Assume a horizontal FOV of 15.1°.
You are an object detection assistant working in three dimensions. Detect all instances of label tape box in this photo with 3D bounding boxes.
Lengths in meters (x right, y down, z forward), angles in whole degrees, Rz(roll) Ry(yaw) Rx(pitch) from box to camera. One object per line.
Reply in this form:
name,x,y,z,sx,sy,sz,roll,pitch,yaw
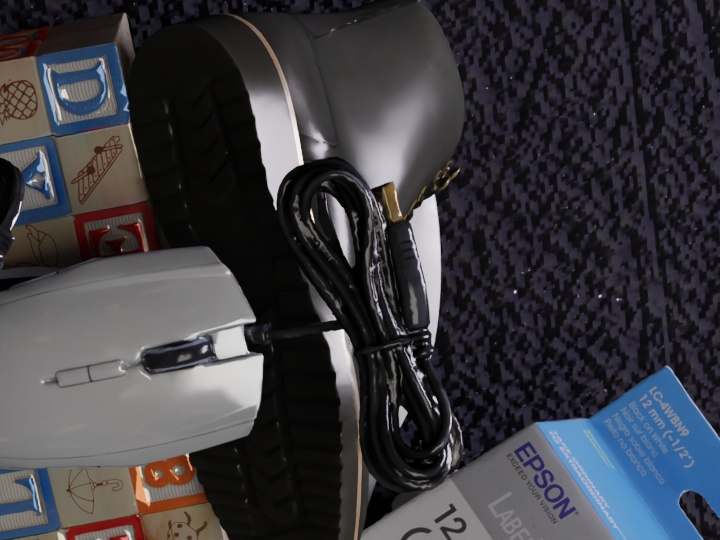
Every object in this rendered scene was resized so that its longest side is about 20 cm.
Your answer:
label tape box,0.076,0.138,1.027,0.200,0.066,0.143,-33,75,-5

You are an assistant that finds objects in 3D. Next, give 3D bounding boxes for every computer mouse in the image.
computer mouse,-0.070,0.031,0.896,0.200,0.044,0.110,-11,97,23

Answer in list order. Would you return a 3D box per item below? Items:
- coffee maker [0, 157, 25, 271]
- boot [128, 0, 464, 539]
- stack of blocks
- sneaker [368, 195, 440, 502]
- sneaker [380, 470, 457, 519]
coffee maker,-0.218,-0.054,0.775,0.200,0.192,0.135,36,48,-26
boot,0.000,0.000,0.969,0.138,0.077,0.200,-21,108,-50
stack of blocks,-0.121,0.018,0.978,0.115,0.059,0.200,-10,106,2
sneaker,-0.028,0.040,1.045,0.085,0.073,0.200,7,106,-30
sneaker,0.032,0.184,1.122,0.077,0.080,0.200,-3,110,-25
